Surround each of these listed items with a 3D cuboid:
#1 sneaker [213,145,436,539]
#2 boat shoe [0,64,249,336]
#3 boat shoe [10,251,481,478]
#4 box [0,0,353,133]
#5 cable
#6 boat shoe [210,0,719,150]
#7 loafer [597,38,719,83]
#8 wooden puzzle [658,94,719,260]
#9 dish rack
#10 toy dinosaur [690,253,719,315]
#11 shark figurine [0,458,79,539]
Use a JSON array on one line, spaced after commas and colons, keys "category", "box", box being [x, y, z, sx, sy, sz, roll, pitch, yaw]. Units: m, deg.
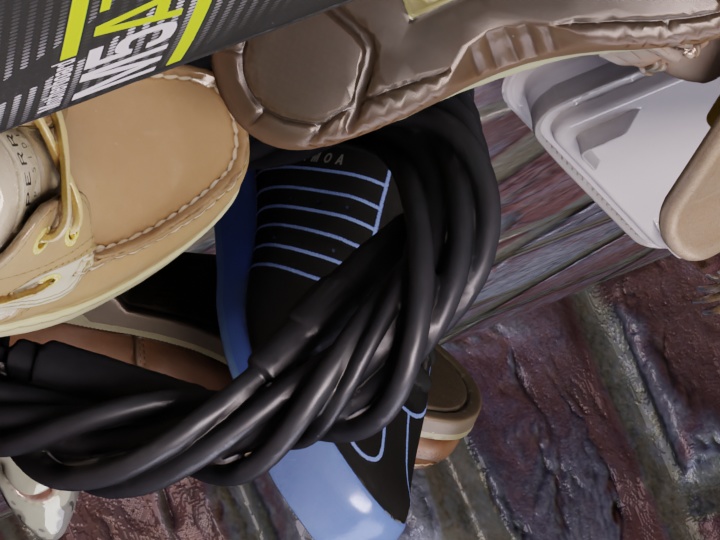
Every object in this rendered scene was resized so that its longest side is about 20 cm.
[{"category": "sneaker", "box": [0.000, 0.000, 0.807, 0.078, 0.200, 0.070, -26, 138, 16]}, {"category": "boat shoe", "box": [-0.108, -0.017, 0.674, 0.200, 0.074, 0.066, -21, 178, -31]}, {"category": "boat shoe", "box": [-0.059, 0.035, 0.879, 0.072, 0.199, 0.068, -70, 179, -64]}, {"category": "box", "box": [-0.044, -0.078, 0.486, 0.193, 0.048, 0.200, -24, 175, -15]}, {"category": "cable", "box": [-0.049, 0.003, 0.762, 0.199, 0.163, 0.051, -23, 137, 10]}, {"category": "boat shoe", "box": [0.052, -0.093, 0.705, 0.199, 0.072, 0.076, -16, -171, 2]}, {"category": "loafer", "box": [0.134, -0.099, 0.923, 0.072, 0.063, 0.200, -26, 174, 31]}, {"category": "wooden puzzle", "box": [0.201, -0.105, 0.915, 0.185, 0.037, 0.200, -26, 153, -34]}, {"category": "dish rack", "box": [0.179, -0.070, 1.088, 0.200, 0.044, 0.172, -22, 147, 21]}, {"category": "toy dinosaur", "box": [0.258, -0.026, 1.772, 0.086, 0.136, 0.200, -23, 175, 3]}, {"category": "shark figurine", "box": [-0.085, -0.014, 0.937, 0.214, 0.128, 0.090, -41, -164, 12]}]
